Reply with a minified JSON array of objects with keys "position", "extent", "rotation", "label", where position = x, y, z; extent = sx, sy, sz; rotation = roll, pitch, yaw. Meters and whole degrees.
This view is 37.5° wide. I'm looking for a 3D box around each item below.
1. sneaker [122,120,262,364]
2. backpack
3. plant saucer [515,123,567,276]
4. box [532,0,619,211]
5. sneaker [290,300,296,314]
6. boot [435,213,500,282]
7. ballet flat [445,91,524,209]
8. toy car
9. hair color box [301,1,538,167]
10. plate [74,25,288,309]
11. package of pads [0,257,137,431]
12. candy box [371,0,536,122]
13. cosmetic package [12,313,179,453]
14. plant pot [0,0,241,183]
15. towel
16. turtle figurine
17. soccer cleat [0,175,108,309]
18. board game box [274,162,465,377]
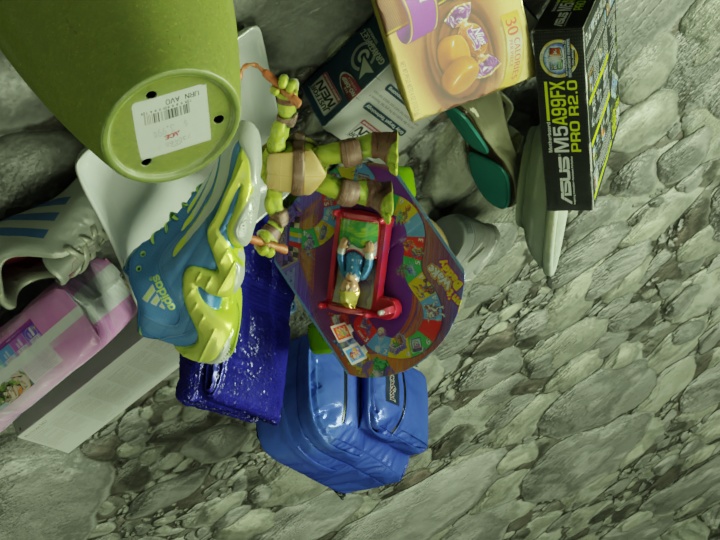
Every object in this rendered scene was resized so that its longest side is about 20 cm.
[{"position":[-0.139,-0.026,0.863],"extent":[0.103,0.076,0.204],"rotation":[9,96,-4],"label":"sneaker"},{"position":[-0.023,0.155,1.267],"extent":[0.166,0.165,0.199],"rotation":[-27,141,30],"label":"backpack"},{"position":[0.199,-0.098,1.136],"extent":[0.049,0.203,0.201],"rotation":[9,149,14],"label":"plant saucer"},{"position":[0.198,-0.169,0.953],"extent":[0.043,0.201,0.163],"rotation":[2,121,20],"label":"box"},{"position":[-0.154,0.038,1.101],"extent":[0.078,0.071,0.199],"rotation":[-44,144,22],"label":"sneaker"},{"position":[0.083,0.014,1.255],"extent":[0.200,0.074,0.095],"rotation":[-43,151,29],"label":"boot"},{"position":[0.142,-0.138,1.109],"extent":[0.069,0.070,0.200],"rotation":[-31,146,2],"label":"ballet flat"},{"position":[0.030,-0.012,1.107],"extent":[0.155,0.168,0.199],"rotation":[-9,179,23],"label":"toy car"},{"position":[0.052,-0.195,0.957],"extent":[0.199,0.061,0.100],"rotation":[-41,143,17],"label":"hair color box"},{"position":[-0.148,-0.086,0.917],"extent":[0.199,0.032,0.202],"rotation":[-44,148,-24],"label":"plate"},{"position":[-0.307,0.079,0.991],"extent":[0.199,0.076,0.121],"rotation":[-38,-175,14],"label":"package of pads"},{"position":[0.063,-0.233,0.843],"extent":[0.115,0.057,0.202],"rotation":[-19,126,2],"label":"candy box"},{"position":[-0.271,0.110,1.123],"extent":[0.199,0.051,0.082],"rotation":[-37,149,10],"label":"cosmetic package"},{"position":[-0.158,-0.162,0.707],"extent":[0.184,0.202,0.188],"rotation":[-20,146,-14],"label":"plant pot"},{"position":[-0.110,0.041,1.036],"extent":[0.049,0.204,0.147],"rotation":[-4,163,34],"label":"towel"},{"position":[-0.049,-0.079,0.931],"extent":[0.158,0.065,0.204],"rotation":[4,111,-5],"label":"turtle figurine"},{"position":[-0.239,-0.037,0.917],"extent":[0.198,0.087,0.070],"rotation":[-31,148,1],"label":"soccer cleat"},{"position":[0.000,0.000,0.987],"extent":[0.157,0.201,0.039],"rotation":[-38,169,21],"label":"board game box"}]
